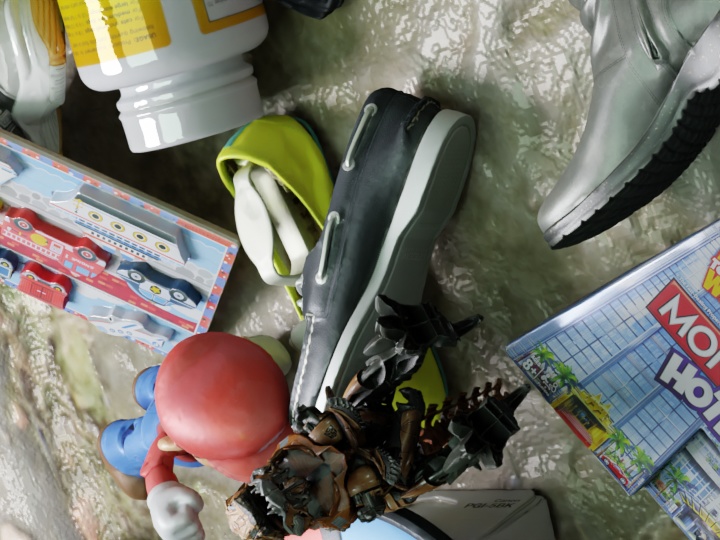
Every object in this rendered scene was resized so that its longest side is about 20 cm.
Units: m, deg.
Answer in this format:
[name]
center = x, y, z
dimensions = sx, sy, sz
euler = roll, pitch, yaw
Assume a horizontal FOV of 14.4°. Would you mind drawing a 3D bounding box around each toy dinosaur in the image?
[toy dinosaur]
center = 0.011, 0.084, 1.484
dimensions = 0.102, 0.200, 0.136
euler = 41, 128, -3

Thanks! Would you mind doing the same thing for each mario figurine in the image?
[mario figurine]
center = -0.080, 0.096, 1.611
dimensions = 0.200, 0.106, 0.124
euler = 163, 106, -70

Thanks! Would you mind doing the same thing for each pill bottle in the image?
[pill bottle]
center = -0.116, -0.171, 1.559
dimensions = 0.109, 0.109, 0.200
euler = -9, 100, 39

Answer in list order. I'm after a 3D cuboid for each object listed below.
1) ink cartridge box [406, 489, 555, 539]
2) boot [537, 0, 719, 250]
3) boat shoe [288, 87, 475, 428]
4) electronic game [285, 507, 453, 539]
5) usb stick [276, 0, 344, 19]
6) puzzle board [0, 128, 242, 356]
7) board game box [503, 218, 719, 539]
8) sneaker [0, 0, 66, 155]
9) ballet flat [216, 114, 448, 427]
[ink cartridge box]
center = 0.048, 0.233, 1.613
dimensions = 0.147, 0.083, 0.200
euler = -5, 104, 39
[boot]
center = 0.128, -0.117, 1.435
dimensions = 0.131, 0.068, 0.200
euler = 49, 122, 18
[boat shoe]
center = 0.000, 0.000, 1.535
dimensions = 0.060, 0.076, 0.200
euler = 23, 88, 24
[electronic game]
center = 0.008, 0.217, 1.555
dimensions = 0.200, 0.042, 0.200
euler = 14, 115, 33
[usb stick]
center = -0.008, -0.228, 1.508
dimensions = 0.055, 0.033, 0.200
euler = 29, 123, 16
[puzzle board]
center = -0.175, -0.018, 1.641
dimensions = 0.200, 0.017, 0.151
euler = 24, 149, 0
[board game box]
center = 0.203, 0.047, 1.435
dimensions = 0.200, 0.062, 0.200
euler = 49, 130, 12
[sneaker]
center = -0.215, -0.096, 1.644
dimensions = 0.200, 0.087, 0.076
euler = 98, 167, -55
[ballet flat]
center = -0.023, 0.008, 1.589
dimensions = 0.067, 0.067, 0.200
euler = -27, 91, 41
